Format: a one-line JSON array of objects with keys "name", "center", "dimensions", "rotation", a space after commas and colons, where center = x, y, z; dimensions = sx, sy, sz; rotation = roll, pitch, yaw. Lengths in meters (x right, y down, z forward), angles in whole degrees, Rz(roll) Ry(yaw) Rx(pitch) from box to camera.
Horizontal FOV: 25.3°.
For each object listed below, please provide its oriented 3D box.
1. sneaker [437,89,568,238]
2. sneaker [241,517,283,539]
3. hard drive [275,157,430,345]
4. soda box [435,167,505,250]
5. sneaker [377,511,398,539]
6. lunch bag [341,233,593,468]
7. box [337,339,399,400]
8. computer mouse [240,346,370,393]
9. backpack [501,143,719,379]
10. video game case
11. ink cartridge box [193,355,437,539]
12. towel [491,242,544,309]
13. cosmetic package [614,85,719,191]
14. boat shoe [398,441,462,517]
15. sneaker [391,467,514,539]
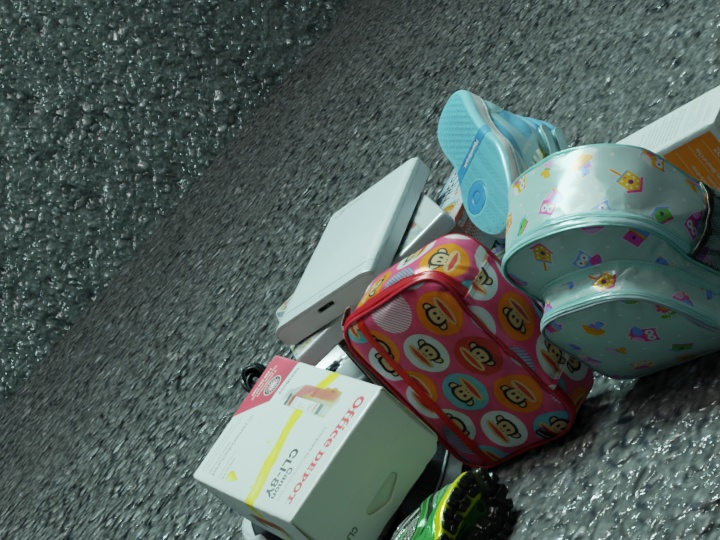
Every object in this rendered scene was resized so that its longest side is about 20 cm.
[{"name": "sneaker", "center": [0.160, -0.095, 1.542], "dimensions": [0.080, 0.130, 0.200], "rotation": [-59, 30, 33]}, {"name": "sneaker", "center": [-0.059, 0.212, 1.594], "dimensions": [0.114, 0.075, 0.200], "rotation": [-61, 7, 16]}, {"name": "hard drive", "center": [-0.006, -0.021, 1.573], "dimensions": [0.132, 0.027, 0.200], "rotation": [-34, 19, 34]}, {"name": "soda box", "center": [0.124, -0.072, 1.630], "dimensions": [0.064, 0.068, 0.200], "rotation": [-34, 18, 40]}, {"name": "sneaker", "center": [0.003, 0.187, 1.538], "dimensions": [0.077, 0.085, 0.200], "rotation": [-34, 18, 26]}, {"name": "lunch bag", "center": [0.086, 0.077, 1.405], "dimensions": [0.176, 0.200, 0.082], "rotation": [-32, 17, 45]}, {"name": "box", "center": [0.029, 0.082, 1.635], "dimensions": [0.075, 0.100, 0.200], "rotation": [-43, -1, 0]}, {"name": "computer mouse", "center": [-0.024, 0.105, 1.751], "dimensions": [0.200, 0.110, 0.044], "rotation": [-29, -32, -33]}, {"name": "backpack", "center": [0.214, -0.009, 1.307], "dimensions": [0.176, 0.200, 0.154], "rotation": [-23, 41, 48]}, {"name": "video game case", "center": [0.000, 0.000, 1.594], "dimensions": [0.200, 0.023, 0.182], "rotation": [-46, 16, 3]}, {"name": "ink cartridge box", "center": [-0.043, 0.167, 1.440], "dimensions": [0.145, 0.083, 0.200], "rotation": [-55, 28, -14]}, {"name": "towel", "center": [0.154, 0.042, 1.488], "dimensions": [0.200, 0.144, 0.023], "rotation": [-34, -21, 36]}, {"name": "cosmetic package", "center": [0.289, -0.081, 1.498], "dimensions": [0.200, 0.101, 0.071], "rotation": [-30, 20, 43]}, {"name": "boat shoe", "center": [0.054, 0.161, 1.495], "dimensions": [0.072, 0.068, 0.200], "rotation": [-49, 12, 28]}, {"name": "sneaker", "center": [0.050, 0.249, 1.300], "dimensions": [0.200, 0.078, 0.085], "rotation": [-45, 5, -41]}]
